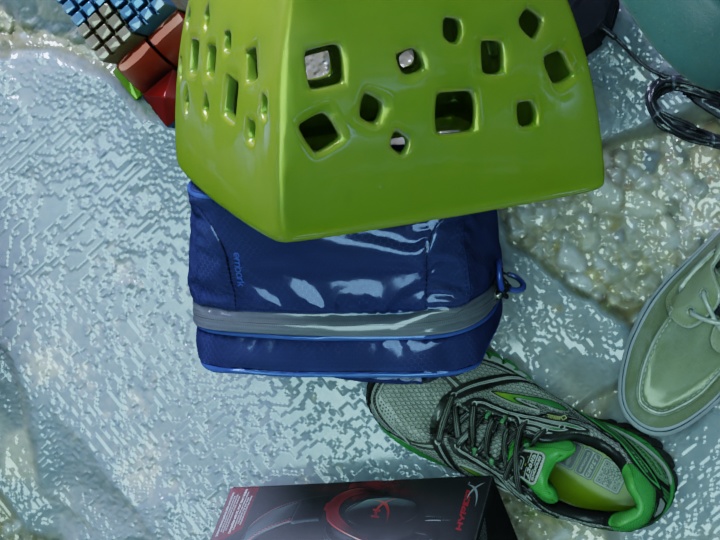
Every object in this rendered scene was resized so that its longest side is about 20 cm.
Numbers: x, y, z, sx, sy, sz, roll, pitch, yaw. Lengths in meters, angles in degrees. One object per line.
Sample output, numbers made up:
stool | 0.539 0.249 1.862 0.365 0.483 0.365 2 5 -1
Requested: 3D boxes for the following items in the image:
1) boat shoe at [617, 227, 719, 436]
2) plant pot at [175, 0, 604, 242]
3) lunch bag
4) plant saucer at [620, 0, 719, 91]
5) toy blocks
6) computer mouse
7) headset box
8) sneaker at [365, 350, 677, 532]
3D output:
boat shoe | 0.218 0.013 1.151 0.072 0.062 0.200 34 99 9
plant pot | 0.007 -0.136 1.067 0.198 0.200 0.182 -9 109 -20
lunch bag | 0.000 0.000 1.156 0.199 0.136 0.133 1 108 14
plant saucer | 0.177 -0.200 1.082 0.036 0.200 0.201 -25 87 31
toy blocks | -0.137 -0.160 1.182 0.100 0.137 0.200 -39 84 10
computer mouse | 0.157 -0.139 1.179 0.200 0.034 0.059 39 82 3
headset box | -0.018 0.203 1.146 0.199 0.149 0.075 -5 129 24
sneaker | 0.097 0.100 1.168 0.199 0.085 0.078 19 96 11
